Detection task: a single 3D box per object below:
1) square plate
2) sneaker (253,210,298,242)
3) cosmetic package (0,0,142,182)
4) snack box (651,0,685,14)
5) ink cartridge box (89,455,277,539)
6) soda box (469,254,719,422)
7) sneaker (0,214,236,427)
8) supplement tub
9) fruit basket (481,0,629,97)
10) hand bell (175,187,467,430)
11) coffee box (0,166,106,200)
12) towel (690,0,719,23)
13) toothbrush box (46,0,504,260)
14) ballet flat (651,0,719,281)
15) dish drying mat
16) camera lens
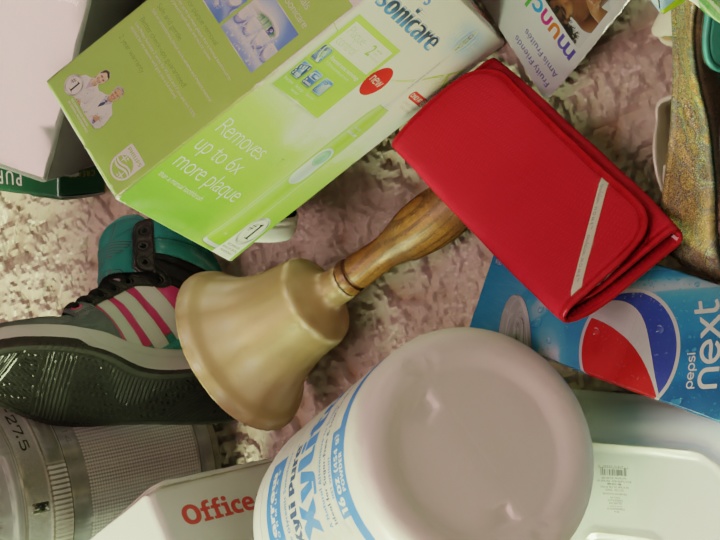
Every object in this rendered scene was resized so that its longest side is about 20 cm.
[{"bbox_3d":[0.146,0.164,1.261,0.199,0.028,0.200,1,97,45],"label":"square plate"},{"bbox_3d":[-0.094,-0.099,1.409,0.200,0.073,0.113,37,122,51],"label":"sneaker"},{"bbox_3d":[-0.185,-0.162,1.454,0.090,0.107,0.202,20,100,9],"label":"cosmetic package"},{"bbox_3d":[0.171,-0.238,1.066,0.169,0.199,0.068,58,174,22],"label":"snack box"},{"bbox_3d":[-0.055,0.219,1.388,0.084,0.144,0.201,-36,71,41],"label":"ink cartridge box"},{"bbox_3d":[0.154,0.032,1.195,0.199,0.068,0.065,19,91,42],"label":"soda box"},{"bbox_3d":[-0.149,0.023,1.429,0.084,0.199,0.121,-52,46,36],"label":"sneaker"},{"bbox_3d":[0.029,0.117,1.256,0.133,0.131,0.200,70,156,11],"label":"supplement tub"},{"bbox_3d":[0.086,-0.213,1.218,0.186,0.093,0.200,58,138,14],"label":"fruit basket"},{"bbox_3d":[0.000,0.000,1.361,0.199,0.104,0.105,-33,73,29],"label":"hand bell"},{"bbox_3d":[-0.220,-0.151,1.567,0.122,0.044,0.202,6,100,44],"label":"coffee box"},{"bbox_3d":[0.245,-0.125,1.034,0.200,0.152,0.023,42,163,43],"label":"towel"},{"bbox_3d":[-0.042,-0.110,1.271,0.200,0.146,0.086,-39,67,8],"label":"toothbrush box"},{"bbox_3d":[0.172,-0.095,1.171,0.070,0.070,0.202,9,104,44],"label":"ballet flat"},{"bbox_3d":[0.086,-0.045,1.228,0.077,0.018,0.200,-40,40,0],"label":"dish drying mat"},{"bbox_3d":[-0.197,0.132,1.477,0.159,0.199,0.162,9,103,44],"label":"camera lens"}]
